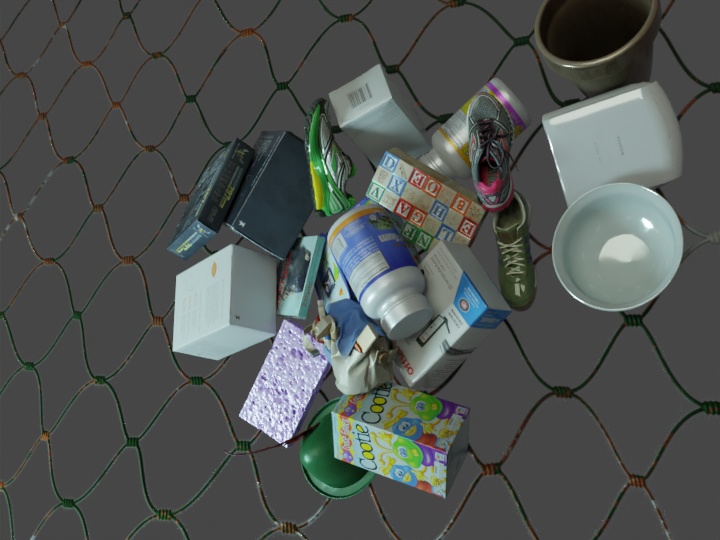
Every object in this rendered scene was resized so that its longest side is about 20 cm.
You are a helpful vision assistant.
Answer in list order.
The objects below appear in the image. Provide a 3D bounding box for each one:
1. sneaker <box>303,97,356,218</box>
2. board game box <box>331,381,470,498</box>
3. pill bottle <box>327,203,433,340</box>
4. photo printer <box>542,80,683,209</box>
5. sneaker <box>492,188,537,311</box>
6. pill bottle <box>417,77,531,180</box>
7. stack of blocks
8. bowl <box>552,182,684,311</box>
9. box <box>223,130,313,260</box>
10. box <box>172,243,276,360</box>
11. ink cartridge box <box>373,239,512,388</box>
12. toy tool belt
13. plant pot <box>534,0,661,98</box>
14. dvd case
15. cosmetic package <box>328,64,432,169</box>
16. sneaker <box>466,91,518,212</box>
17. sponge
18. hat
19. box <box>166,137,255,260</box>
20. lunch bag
[{"bbox_3d":[-0.053,-0.198,1.558,0.083,0.078,0.205,-9,109,-5],"label":"sneaker"},{"bbox_3d":[0.064,0.258,1.427,0.196,0.105,0.105,15,40,22],"label":"board game box"},{"bbox_3d":[0.035,0.004,1.431,0.111,0.112,0.202,-36,64,12],"label":"pill bottle"},{"bbox_3d":[0.405,-0.198,1.427,0.196,0.069,0.170,-15,99,23],"label":"photo printer"},{"bbox_3d":[0.247,-0.042,1.482,0.066,0.090,0.205,-7,69,25],"label":"sneaker"},{"bbox_3d":[0.195,-0.231,1.571,0.199,0.104,0.105,-42,58,10],"label":"pill bottle"},{"bbox_3d":[0.111,-0.108,1.535,0.198,0.058,0.117,32,112,10],"label":"stack of blocks"},{"bbox_3d":[0.402,-0.024,1.390,0.197,0.090,0.206,-10,68,25],"label":"bowl"},{"bbox_3d":[-0.162,-0.145,1.676,0.203,0.123,0.196,-60,18,-2],"label":"box"},{"bbox_3d":[-0.253,0.063,1.675,0.198,0.105,0.156,-23,60,44],"label":"box"},{"bbox_3d":[0.127,0.075,1.473,0.201,0.083,0.147,-49,58,25],"label":"ink cartridge box"},{"bbox_3d":[-0.022,0.097,1.458,0.123,0.125,0.200,-20,37,-24],"label":"toy tool belt"},{"bbox_3d":[0.398,-0.358,1.453,0.196,0.175,0.204,-15,55,23],"label":"plant pot"},{"bbox_3d":[-0.129,0.012,1.646,0.199,0.022,0.149,0,75,64],"label":"dvd case"},{"bbox_3d":[0.040,-0.264,1.612,0.111,0.200,0.083,-26,62,14],"label":"cosmetic package"},{"bbox_3d":[0.213,-0.201,1.461,0.079,0.075,0.205,-11,68,14],"label":"sneaker"},{"bbox_3d":[-0.129,0.201,1.598,0.110,0.030,0.203,30,102,18],"label":"sponge"},{"bbox_3d":[-0.074,0.288,1.488,0.165,0.176,0.201,41,94,33],"label":"hat"},{"bbox_3d":[-0.282,-0.133,1.700,0.157,0.050,0.203,-33,33,52],"label":"box"},{"bbox_3d":[0.000,0.000,1.589,0.199,0.126,0.172,-38,56,23],"label":"lunch bag"}]
